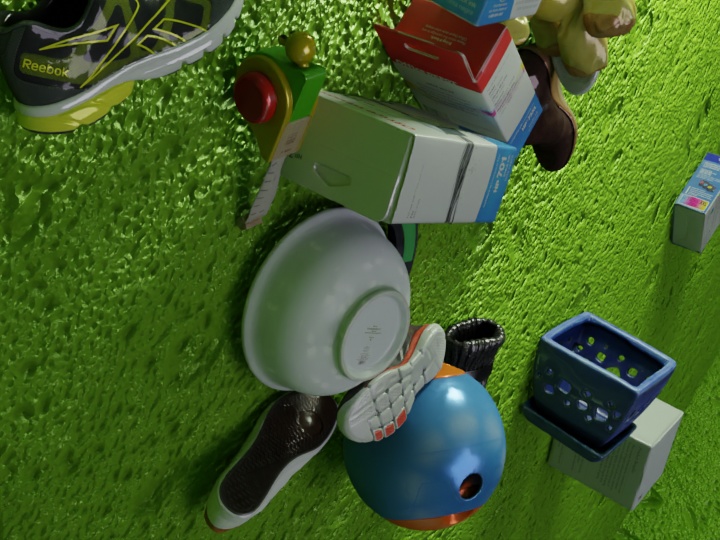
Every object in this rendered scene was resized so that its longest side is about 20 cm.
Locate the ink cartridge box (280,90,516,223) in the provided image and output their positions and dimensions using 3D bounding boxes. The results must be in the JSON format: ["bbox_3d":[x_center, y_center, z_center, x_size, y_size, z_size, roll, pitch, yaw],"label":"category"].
[{"bbox_3d":[0.038,-0.107,0.890,0.199,0.145,0.087,-3,116,-56],"label":"ink cartridge box"}]

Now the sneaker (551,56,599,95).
[{"bbox_3d":[0.280,-0.312,1.142,0.099,0.070,0.203,2,84,-58],"label":"sneaker"}]

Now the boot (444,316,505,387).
[{"bbox_3d":[0.122,0.167,1.278,0.211,0.079,0.159,-42,151,-51],"label":"boot"}]

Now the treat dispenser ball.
[{"bbox_3d":[0.077,0.211,1.126,0.200,0.199,0.203,-36,139,-39],"label":"treat dispenser ball"}]

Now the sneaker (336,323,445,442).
[{"bbox_3d":[0.020,0.120,1.033,0.200,0.081,0.078,-35,129,-49],"label":"sneaker"}]

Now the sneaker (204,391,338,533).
[{"bbox_3d":[-0.101,0.201,0.997,0.200,0.073,0.085,-40,173,-44],"label":"sneaker"}]

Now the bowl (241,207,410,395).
[{"bbox_3d":[-0.014,0.046,0.919,0.200,0.090,0.203,-26,129,-36],"label":"bowl"}]

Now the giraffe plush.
[{"bbox_3d":[0.190,-0.302,1.001,0.161,0.173,0.201,-21,143,-21],"label":"giraffe plush"}]

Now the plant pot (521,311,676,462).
[{"bbox_3d":[0.416,0.214,1.659,0.199,0.199,0.182,-17,131,-52],"label":"plant pot"}]

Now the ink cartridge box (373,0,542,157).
[{"bbox_3d":[0.104,-0.205,0.951,0.068,0.115,0.200,-58,149,-7],"label":"ink cartridge box"}]

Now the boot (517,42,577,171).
[{"bbox_3d":[0.202,-0.179,1.173,0.166,0.072,0.202,-42,136,-30],"label":"boot"}]

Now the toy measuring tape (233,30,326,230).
[{"bbox_3d":[-0.085,-0.125,0.795,0.073,0.074,0.201,-30,157,-43],"label":"toy measuring tape"}]

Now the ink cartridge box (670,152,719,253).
[{"bbox_3d":[0.759,-0.158,2.026,0.200,0.076,0.137,-48,146,-23],"label":"ink cartridge box"}]

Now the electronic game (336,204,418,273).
[{"bbox_3d":[0.000,0.000,1.012,0.199,0.041,0.202,-36,139,-39],"label":"electronic game"}]

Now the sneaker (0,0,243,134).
[{"bbox_3d":[-0.155,-0.173,0.619,0.200,0.074,0.085,-47,144,-28],"label":"sneaker"}]

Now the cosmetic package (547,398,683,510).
[{"bbox_3d":[0.519,0.343,1.898,0.166,0.199,0.169,-27,134,-46],"label":"cosmetic package"}]

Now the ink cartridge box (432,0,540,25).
[{"bbox_3d":[0.138,-0.332,0.818,0.146,0.085,0.202,-31,150,-53],"label":"ink cartridge box"}]
